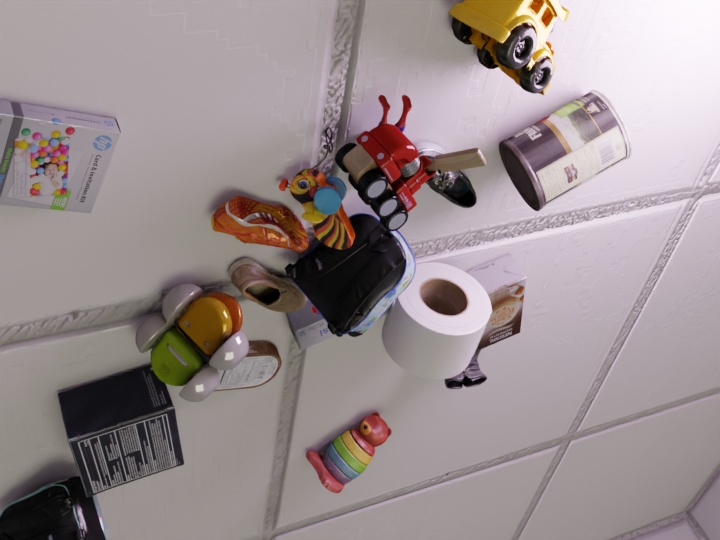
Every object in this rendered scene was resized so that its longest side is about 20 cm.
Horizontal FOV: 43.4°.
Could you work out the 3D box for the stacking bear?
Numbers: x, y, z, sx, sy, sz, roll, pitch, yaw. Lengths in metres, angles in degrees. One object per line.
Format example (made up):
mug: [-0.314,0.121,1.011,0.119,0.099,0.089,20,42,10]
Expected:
stacking bear: [-0.014,0.433,2.198,0.200,0.122,0.114,-43,139,5]

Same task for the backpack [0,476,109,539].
backpack: [-0.624,0.524,1.837,0.199,0.177,0.153,-23,174,9]

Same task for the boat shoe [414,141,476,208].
boat shoe: [0.154,-0.173,1.664,0.069,0.057,0.199,-44,141,17]

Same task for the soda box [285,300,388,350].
soda box: [-0.046,0.082,1.812,0.199,0.064,0.069,-23,141,-10]

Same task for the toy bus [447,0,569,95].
toy bus: [0.263,-0.405,1.436,0.193,0.136,0.200,-54,141,4]

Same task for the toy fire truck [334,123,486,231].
toy fire truck: [0.087,-0.175,1.502,0.200,0.129,0.176,-39,148,0]

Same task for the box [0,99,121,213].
box: [-0.461,-0.160,1.286,0.199,0.041,0.156,4,131,-38]

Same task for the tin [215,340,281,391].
tin: [-0.252,0.194,1.825,0.198,0.042,0.113,-1,130,-33]

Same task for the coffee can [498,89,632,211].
coffee can: [0.379,-0.223,1.684,0.199,0.147,0.147,-29,143,-1]

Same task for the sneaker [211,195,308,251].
sneaker: [-0.171,-0.076,1.565,0.077,0.074,0.199,-28,145,36]

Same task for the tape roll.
tape roll: [0.153,0.101,1.854,0.201,0.203,0.140,-9,138,-25]

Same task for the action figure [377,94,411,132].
action figure: [0.040,-0.216,1.549,0.065,0.052,0.201,-7,142,-19]

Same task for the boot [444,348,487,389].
boot: [0.262,0.208,2.102,0.198,0.132,0.070,-15,140,-18]

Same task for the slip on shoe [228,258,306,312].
slip on shoe: [-0.166,0.043,1.691,0.076,0.061,0.200,-38,142,10]

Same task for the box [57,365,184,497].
box: [-0.458,0.306,1.742,0.197,0.124,0.201,-16,139,-19]

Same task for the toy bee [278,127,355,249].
toy bee: [-0.078,-0.131,1.537,0.108,0.202,0.131,-7,-178,14]

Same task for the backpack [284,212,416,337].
backpack: [0.000,0.000,1.665,0.200,0.183,0.147,-44,164,12]

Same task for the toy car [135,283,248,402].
toy car: [-0.292,0.122,1.644,0.200,0.175,0.150,-46,176,20]

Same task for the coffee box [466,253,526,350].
coffee box: [0.298,0.072,2.015,0.113,0.080,0.201,-21,142,-11]
